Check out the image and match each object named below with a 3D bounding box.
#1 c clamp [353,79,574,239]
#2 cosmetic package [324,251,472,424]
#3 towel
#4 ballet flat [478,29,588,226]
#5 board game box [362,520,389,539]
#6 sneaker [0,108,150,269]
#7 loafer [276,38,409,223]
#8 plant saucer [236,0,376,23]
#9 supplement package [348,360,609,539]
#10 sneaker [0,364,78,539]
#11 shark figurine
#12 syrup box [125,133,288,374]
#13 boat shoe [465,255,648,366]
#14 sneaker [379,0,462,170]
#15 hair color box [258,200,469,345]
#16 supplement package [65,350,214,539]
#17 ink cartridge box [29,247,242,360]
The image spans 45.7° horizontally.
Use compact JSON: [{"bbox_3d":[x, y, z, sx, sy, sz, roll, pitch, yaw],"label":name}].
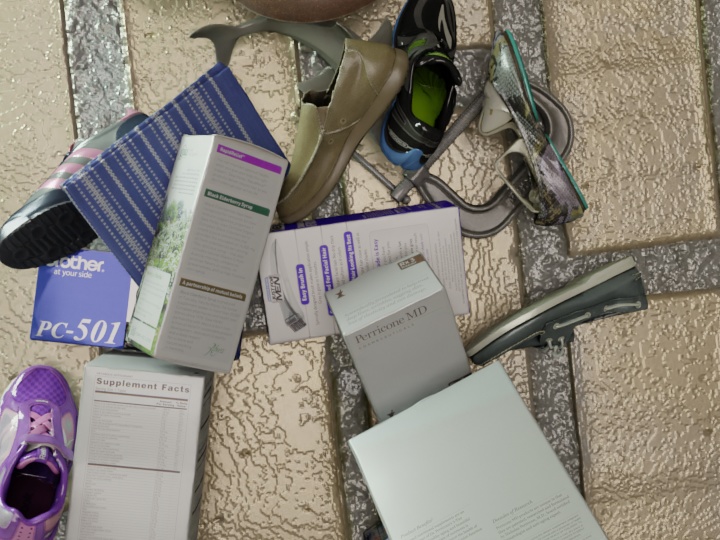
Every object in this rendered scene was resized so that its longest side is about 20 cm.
[{"bbox_3d":[0.114,-0.127,0.872,0.200,0.027,0.171,-43,93,-2],"label":"c clamp"},{"bbox_3d":[0.048,0.093,0.803,0.101,0.074,0.201,-25,126,-3],"label":"cosmetic package"},{"bbox_3d":[-0.163,-0.084,0.808,0.200,0.024,0.145,-43,117,-21],"label":"towel"},{"bbox_3d":[0.154,-0.132,0.834,0.072,0.072,0.201,-26,97,-3],"label":"ballet flat"},{"bbox_3d":[0.142,0.272,0.862,0.200,0.062,0.200,45,88,-3],"label":"board game box"},{"bbox_3d":[-0.268,-0.081,0.816,0.200,0.070,0.082,-38,60,-20],"label":"sneaker"},{"bbox_3d":[-0.033,-0.134,0.804,0.067,0.076,0.200,31,110,-16],"label":"loafer"},{"bbox_3d":[-0.048,-0.327,0.814,0.199,0.037,0.201,-2,67,5],"label":"plant saucer"},{"bbox_3d":[0.110,0.219,0.723,0.151,0.151,0.200,-28,50,1],"label":"supplement package"},{"bbox_3d":[-0.294,0.167,0.776,0.080,0.089,0.201,12,48,-22],"label":"sneaker"},{"bbox_3d":[-0.045,-0.223,0.830,0.214,0.090,0.129,23,86,-3],"label":"shark figurine"},{"bbox_3d":[-0.139,-0.018,0.772,0.081,0.079,0.201,17,87,-34],"label":"syrup box"},{"bbox_3d":[0.200,0.054,0.859,0.199,0.073,0.062,-27,89,-8],"label":"boat shoe"},{"bbox_3d":[0.069,-0.192,0.820,0.071,0.083,0.201,20,64,-23],"label":"sneaker"},{"bbox_3d":[0.000,0.000,0.840,0.199,0.065,0.110,-8,101,-6],"label":"hair color box"},{"bbox_3d":[-0.206,0.185,0.812,0.113,0.110,0.201,7,91,-5],"label":"supplement package"},{"bbox_3d":[-0.214,0.032,0.842,0.199,0.044,0.095,7,89,-4],"label":"ink cartridge box"}]
